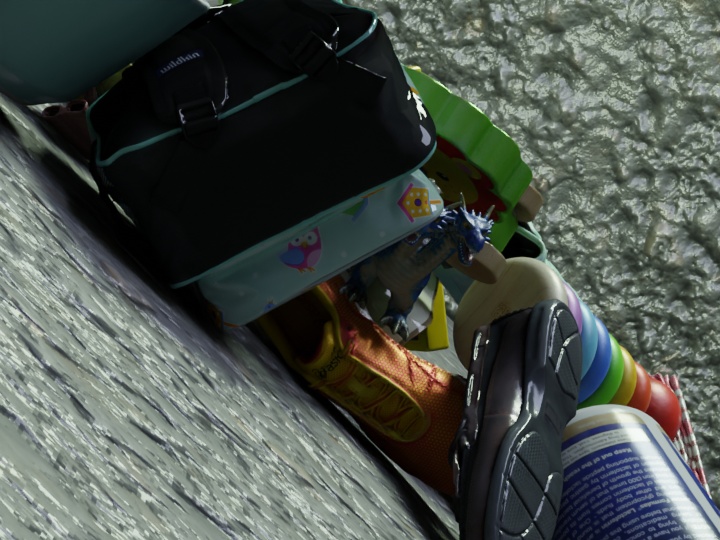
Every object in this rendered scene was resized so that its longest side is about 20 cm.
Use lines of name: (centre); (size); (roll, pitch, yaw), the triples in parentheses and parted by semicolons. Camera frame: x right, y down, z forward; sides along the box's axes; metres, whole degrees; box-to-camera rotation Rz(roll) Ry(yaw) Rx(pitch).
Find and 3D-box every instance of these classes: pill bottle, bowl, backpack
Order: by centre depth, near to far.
bowl: (-0.190, -0.163, 1.262); (0.201, 0.105, 0.201); (38, 5, -4)
backpack: (-0.057, -0.068, 1.292); (0.153, 0.176, 0.200); (62, -6, -26)
pill bottle: (0.166, 0.180, 1.357); (0.116, 0.116, 0.200); (42, 12, -42)

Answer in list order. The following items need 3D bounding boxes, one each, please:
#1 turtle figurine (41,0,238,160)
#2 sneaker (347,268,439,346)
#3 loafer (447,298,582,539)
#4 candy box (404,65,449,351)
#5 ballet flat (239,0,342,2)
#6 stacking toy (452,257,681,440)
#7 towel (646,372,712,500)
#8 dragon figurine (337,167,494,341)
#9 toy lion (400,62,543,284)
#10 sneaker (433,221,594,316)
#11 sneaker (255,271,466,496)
turtle figurine: (-0.110, -0.116, 1.460); (0.194, 0.144, 0.200); (46, 7, -13)
sneaker: (0.000, 0.000, 1.560); (0.090, 0.067, 0.200); (49, 6, -7)
loafer: (0.080, 0.100, 1.345); (0.072, 0.063, 0.200); (60, 33, -35)
candy box: (0.013, -0.042, 1.692); (0.026, 0.200, 0.102); (-10, 6, -37)
ballet flat: (-0.065, -0.212, 1.655); (0.067, 0.070, 0.200); (46, 5, 24)
stacking toy: (0.150, 0.067, 1.570); (0.200, 0.085, 0.085); (33, 11, -43)
towel: (0.227, 0.187, 1.709); (0.200, 0.030, 0.147); (-97, -177, -54)
dragon figurine: (0.037, -0.024, 1.397); (0.059, 0.099, 0.200); (38, 15, -7)
toy lion: (0.022, -0.080, 1.470); (0.200, 0.069, 0.192); (26, -16, 30)
sneaker: (0.113, 0.022, 1.603); (0.200, 0.074, 0.118); (44, -10, -9)
sneaker: (0.002, 0.067, 1.397); (0.200, 0.073, 0.077); (41, 24, 9)
